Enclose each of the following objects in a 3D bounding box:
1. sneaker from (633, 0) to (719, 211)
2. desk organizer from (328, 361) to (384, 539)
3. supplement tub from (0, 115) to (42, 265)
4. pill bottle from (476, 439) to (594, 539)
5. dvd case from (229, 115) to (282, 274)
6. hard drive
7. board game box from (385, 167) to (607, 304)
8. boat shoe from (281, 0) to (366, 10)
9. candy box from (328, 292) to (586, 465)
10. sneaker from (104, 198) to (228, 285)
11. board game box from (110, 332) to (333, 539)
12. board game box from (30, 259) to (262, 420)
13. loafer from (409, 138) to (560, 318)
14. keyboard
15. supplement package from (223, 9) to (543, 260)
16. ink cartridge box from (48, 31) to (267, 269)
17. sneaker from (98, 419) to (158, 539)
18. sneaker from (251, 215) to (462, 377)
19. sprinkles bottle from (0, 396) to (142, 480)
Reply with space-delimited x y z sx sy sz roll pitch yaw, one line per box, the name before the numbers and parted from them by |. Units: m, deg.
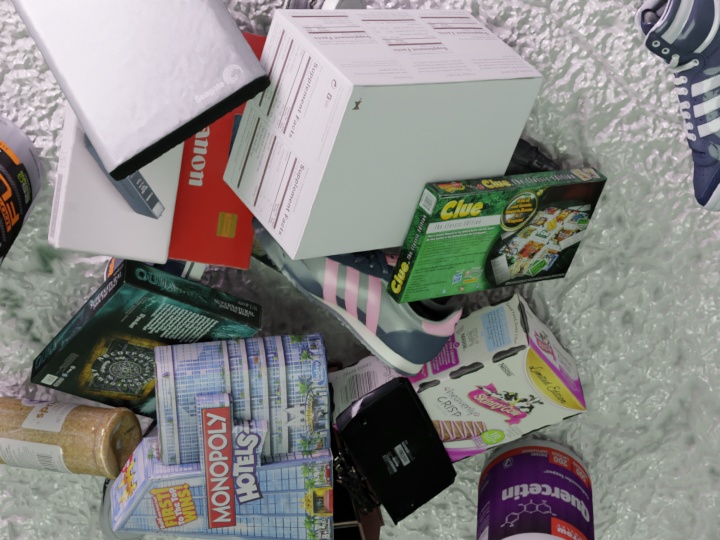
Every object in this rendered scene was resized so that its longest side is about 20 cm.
sneaker | 0.268 -0.149 1.233 0.107 0.070 0.202 7 114 -3
desk organizer | -0.034 0.195 1.467 0.071 0.077 0.202 -8 119 11
supplement tub | -0.351 -0.045 1.289 0.121 0.201 0.124 3 122 4
pill bottle | 0.161 0.255 1.409 0.111 0.201 0.114 3 121 4
dvd case | -0.067 -0.070 1.349 0.199 0.018 0.143 30 118 -10
hard drive | -0.175 -0.187 1.158 0.139 0.033 0.201 -31 76 0
board game box | 0.115 -0.031 1.262 0.198 0.023 0.106 -7 131 -40
boat shoe | -0.045 -0.149 1.269 0.060 0.075 0.202 28 114 28
candy box | 0.088 0.112 1.386 0.198 0.062 0.136 -25 140 19
sneaker | -0.180 -0.006 1.352 0.079 0.079 0.201 24 132 -10
board game box | -0.125 0.161 1.346 0.197 0.062 0.202 -6 122 -9
board game box | -0.193 0.066 1.361 0.134 0.028 0.200 21 141 -27
loafer | 0.103 -0.023 1.328 0.070 0.068 0.202 28 116 -2
keyboard | 0.018 0.161 1.370 0.104 0.040 0.201 -34 142 -6
supplement package | 0.018 -0.111 1.202 0.198 0.111 0.157 -7 131 -38
ink cartridge box | -0.152 -0.107 1.239 0.174 0.045 0.203 7 93 -22
sneaker | -0.207 0.218 1.477 0.075 0.115 0.201 30 119 -11
sneaker | 0.000 0.000 1.295 0.199 0.070 0.082 39 112 -17
sprinkles bottle | -0.304 0.156 1.446 0.198 0.068 0.069 3 123 26
